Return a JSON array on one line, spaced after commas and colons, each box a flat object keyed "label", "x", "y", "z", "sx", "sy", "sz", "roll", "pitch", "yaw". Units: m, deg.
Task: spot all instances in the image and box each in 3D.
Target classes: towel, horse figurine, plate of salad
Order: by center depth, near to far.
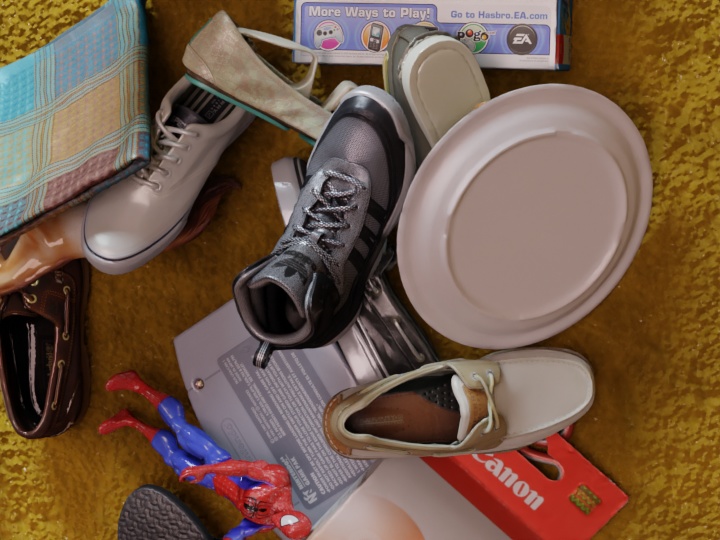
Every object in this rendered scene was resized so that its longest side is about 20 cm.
[{"label": "plate of salad", "x": 0.113, "y": -0.038, "z": 1.260, "sx": 0.200, "sy": 0.200, "sz": 0.048, "roll": -63, "pitch": 33, "yaw": 13}, {"label": "towel", "x": -0.218, "y": -0.117, "z": 1.345, "sx": 0.146, "sy": 0.200, "sz": 0.022, "roll": -28, "pitch": 131, "yaw": 18}, {"label": "horse figurine", "x": -0.195, "y": -0.046, "z": 1.372, "sx": 0.199, "sy": 0.050, "sz": 0.133, "roll": 1, "pitch": 67, "yaw": 9}]

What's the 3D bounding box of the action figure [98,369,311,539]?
[{"label": "action figure", "x": -0.130, "y": 0.155, "z": 1.343, "sx": 0.200, "sy": 0.099, "sz": 0.065, "roll": 28, "pitch": 124, "yaw": 25}]

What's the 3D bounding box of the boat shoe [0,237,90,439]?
[{"label": "boat shoe", "x": -0.253, "y": 0.032, "z": 1.417, "sx": 0.070, "sy": 0.070, "sz": 0.201, "roll": -7, "pitch": 92, "yaw": 22}]

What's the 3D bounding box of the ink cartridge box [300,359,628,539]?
[{"label": "ink cartridge box", "x": 0.073, "y": 0.192, "z": 1.315, "sx": 0.162, "sy": 0.050, "sz": 0.200, "roll": 42, "pitch": 105, "yaw": -2}]

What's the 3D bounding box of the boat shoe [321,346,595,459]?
[{"label": "boat shoe", "x": 0.074, "y": 0.098, "z": 1.271, "sx": 0.199, "sy": 0.068, "sz": 0.075, "roll": -13, "pitch": 87, "yaw": -6}]

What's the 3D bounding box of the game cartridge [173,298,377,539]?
[{"label": "game cartridge", "x": -0.052, "y": 0.110, "z": 1.378, "sx": 0.133, "sy": 0.040, "sz": 0.200, "roll": -32, "pitch": 85, "yaw": 14}]

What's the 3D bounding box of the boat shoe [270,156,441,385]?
[{"label": "boat shoe", "x": 0.000, "y": 0.000, "z": 1.338, "sx": 0.071, "sy": 0.072, "sz": 0.200, "roll": -26, "pitch": 92, "yaw": 7}]

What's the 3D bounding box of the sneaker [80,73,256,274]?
[{"label": "sneaker", "x": -0.140, "y": -0.089, "z": 1.319, "sx": 0.073, "sy": 0.071, "sz": 0.200, "roll": 29, "pitch": 70, "yaw": 11}]

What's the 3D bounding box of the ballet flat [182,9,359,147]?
[{"label": "ballet flat", "x": -0.033, "y": -0.120, "z": 1.295, "sx": 0.200, "sy": 0.067, "sz": 0.062, "roll": 28, "pitch": 98, "yaw": -24}]

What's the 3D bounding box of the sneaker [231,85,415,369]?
[{"label": "sneaker", "x": -0.026, "y": -0.024, "z": 1.230, "sx": 0.075, "sy": 0.114, "sz": 0.200, "roll": 24, "pitch": 114, "yaw": 14}]

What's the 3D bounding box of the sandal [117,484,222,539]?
[{"label": "sandal", "x": -0.115, "y": 0.247, "z": 1.413, "sx": 0.075, "sy": 0.045, "sz": 0.200, "roll": -38, "pitch": 98, "yaw": 23}]

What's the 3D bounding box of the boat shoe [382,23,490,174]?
[{"label": "boat shoe", "x": 0.067, "y": -0.083, "z": 1.282, "sx": 0.072, "sy": 0.060, "sz": 0.202, "roll": -28, "pitch": 124, "yaw": -13}]

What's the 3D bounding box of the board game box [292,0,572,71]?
[{"label": "board game box", "x": 0.054, "y": -0.244, "z": 1.298, "sx": 0.199, "sy": 0.056, "sz": 0.196, "roll": 4, "pitch": 96, "yaw": 17}]

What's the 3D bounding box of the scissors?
[{"label": "scissors", "x": 0.067, "y": 0.105, "z": 1.350, "sx": 0.200, "sy": 0.014, "sz": 0.073, "roll": 19, "pitch": 102, "yaw": 14}]
